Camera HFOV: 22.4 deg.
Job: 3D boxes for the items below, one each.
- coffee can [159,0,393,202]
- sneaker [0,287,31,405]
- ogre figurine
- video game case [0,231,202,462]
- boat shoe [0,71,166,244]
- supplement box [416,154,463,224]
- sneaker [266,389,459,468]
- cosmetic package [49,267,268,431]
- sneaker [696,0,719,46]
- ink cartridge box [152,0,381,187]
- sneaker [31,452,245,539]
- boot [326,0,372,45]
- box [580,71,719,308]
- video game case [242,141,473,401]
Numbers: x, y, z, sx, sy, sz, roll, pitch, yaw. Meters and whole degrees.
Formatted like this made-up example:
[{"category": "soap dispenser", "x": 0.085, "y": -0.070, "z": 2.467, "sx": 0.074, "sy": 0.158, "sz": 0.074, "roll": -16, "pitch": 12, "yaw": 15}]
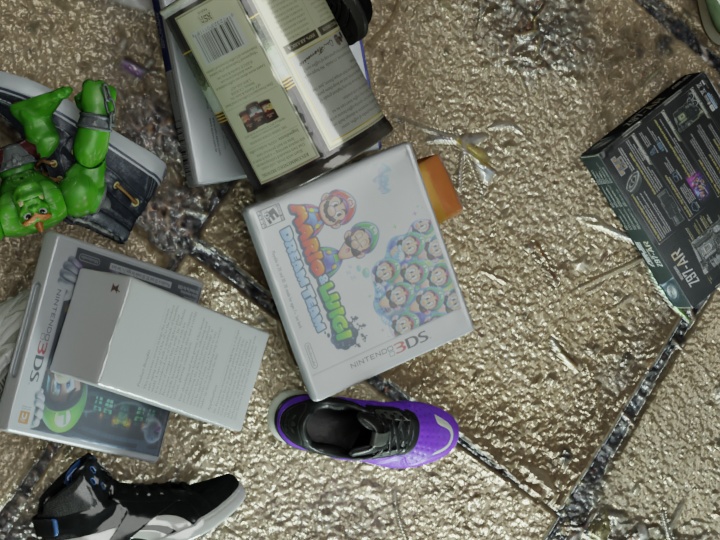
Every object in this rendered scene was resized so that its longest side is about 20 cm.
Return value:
[{"category": "coffee can", "x": -0.078, "y": -0.187, "z": 1.695, "sx": 0.146, "sy": 0.146, "sz": 0.201, "roll": -30, "pitch": 99, "yaw": -17}, {"category": "sneaker", "x": -0.322, "y": 0.049, "z": 1.688, "sx": 0.200, "sy": 0.099, "sz": 0.078, "roll": -50, "pitch": 145, "yaw": -35}, {"category": "ogre figurine", "x": -0.305, "y": -0.091, "z": 1.632, "sx": 0.199, "sy": 0.098, "sz": 0.121, "roll": -23, "pitch": 100, "yaw": -32}, {"category": "video game case", "x": -0.239, "y": 0.076, "z": 1.693, "sx": 0.199, "sy": 0.023, "sz": 0.183, "roll": 21, "pitch": 82, "yaw": -51}, {"category": "boat shoe", "x": -0.283, "y": -0.106, "z": 1.703, "sx": 0.199, "sy": 0.071, "sz": 0.091, "roll": 30, "pitch": 76, "yaw": -19}, {"category": "supplement box", "x": -0.001, "y": -0.045, "z": 1.809, "sx": 0.199, "sy": 0.069, "sz": 0.067, "roll": -27, "pitch": 98, "yaw": -20}, {"category": "sneaker", "x": 0.013, "y": 0.163, "z": 1.793, "sx": 0.199, "sy": 0.099, "sz": 0.070, "roll": 6, "pitch": 90, "yaw": -19}, {"category": "cosmetic package", "x": -0.183, "y": 0.075, "z": 1.687, "sx": 0.200, "sy": 0.071, "sz": 0.102, "roll": 27, "pitch": 77, "yaw": -50}, {"category": "sneaker", "x": 0.380, "y": -0.338, "z": 1.933, "sx": 0.067, "sy": 0.090, "sz": 0.201, "roll": -28, "pitch": 98, "yaw": -17}, {"category": "ink cartridge box", "x": -0.092, "y": -0.196, "z": 1.789, "sx": 0.199, "sy": 0.043, "sz": 0.198, "roll": -11, "pitch": 92, "yaw": -22}, {"category": "sneaker", "x": -0.214, "y": 0.213, "z": 1.724, "sx": 0.199, "sy": 0.073, "sz": 0.113, "roll": -25, "pitch": 102, "yaw": -16}, {"category": "boot", "x": -0.013, "y": -0.335, "z": 1.768, "sx": 0.157, "sy": 0.079, "sz": 0.212, "roll": -31, "pitch": 81, "yaw": -24}, {"category": "box", "x": 0.352, "y": -0.086, "z": 1.946, "sx": 0.160, "sy": 0.043, "sz": 0.201, "roll": -38, "pitch": 102, "yaw": -16}, {"category": "video game case", "x": 0.000, "y": 0.000, "z": 1.764, "sx": 0.181, "sy": 0.024, "sz": 0.201, "roll": -23, "pitch": 100, "yaw": -18}]
